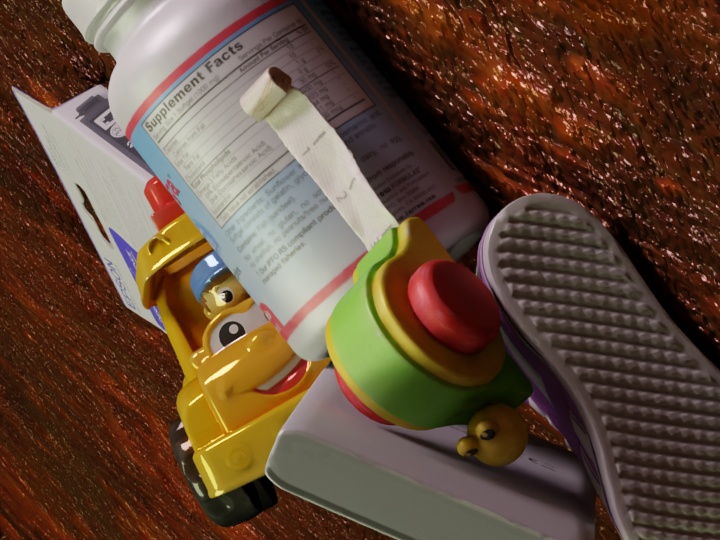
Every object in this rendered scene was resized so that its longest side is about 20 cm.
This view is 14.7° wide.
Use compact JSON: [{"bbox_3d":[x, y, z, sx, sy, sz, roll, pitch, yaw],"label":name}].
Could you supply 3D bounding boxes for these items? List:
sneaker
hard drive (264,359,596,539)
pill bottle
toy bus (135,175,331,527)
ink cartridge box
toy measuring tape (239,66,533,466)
[{"bbox_3d":[0.113,0.063,1.175,0.201,0.073,0.114,62,169,7],"label":"sneaker"},{"bbox_3d":[0.035,0.084,1.170,0.132,0.026,0.200,23,-172,2],"label":"hard drive"},{"bbox_3d":[-0.042,-0.067,1.254,0.200,0.109,0.109,52,165,7],"label":"pill bottle"},{"bbox_3d":[-0.050,0.014,1.382,0.192,0.136,0.200,63,-178,2],"label":"toy bus"},{"bbox_3d":[-0.114,-0.016,1.699,0.200,0.043,0.198,34,156,45],"label":"ink cartridge box"},{"bbox_3d":[0.000,0.000,1.143,0.200,0.074,0.074,53,165,15],"label":"toy measuring tape"}]
